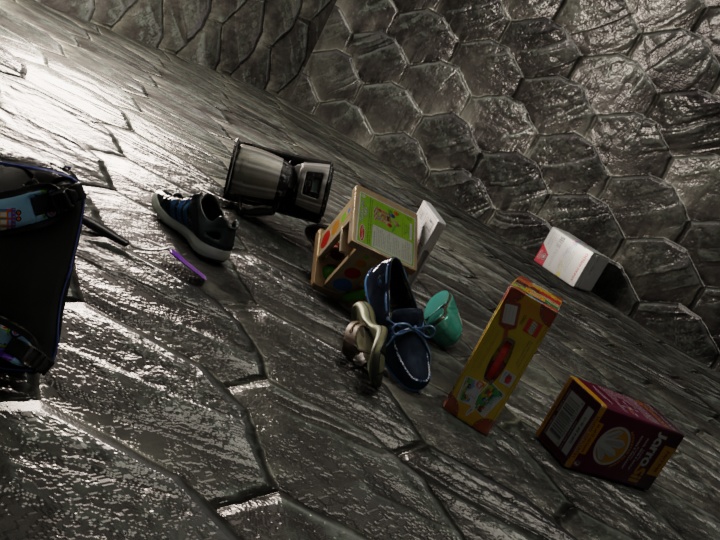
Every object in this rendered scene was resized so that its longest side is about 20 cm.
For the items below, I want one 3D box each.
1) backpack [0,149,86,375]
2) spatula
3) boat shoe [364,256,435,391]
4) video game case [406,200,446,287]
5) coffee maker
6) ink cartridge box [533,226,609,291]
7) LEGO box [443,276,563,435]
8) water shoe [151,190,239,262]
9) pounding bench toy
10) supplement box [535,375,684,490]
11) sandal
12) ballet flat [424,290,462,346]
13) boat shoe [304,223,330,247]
[{"bbox_3d":[-0.338,-0.019,0.719,0.197,0.185,0.134,10,11,-23],"label":"backpack"},{"bbox_3d":[-0.295,-0.035,1.186,0.198,0.021,0.056,23,1,-15],"label":"spatula"},{"bbox_3d":[0.055,0.072,1.268,0.083,0.069,0.202,-3,60,-40],"label":"boat shoe"},{"bbox_3d":[0.079,-0.012,1.498,0.018,0.202,0.143,25,13,-13],"label":"video game case"},{"bbox_3d":[-0.155,-0.177,1.700,0.197,0.136,0.193,14,19,-8],"label":"coffee maker"},{"bbox_3d":[0.767,-0.039,3.202,0.144,0.147,0.200,14,20,-48],"label":"ink cartridge box"},{"bbox_3d":[0.210,0.118,1.286,0.077,0.202,0.149,30,13,11],"label":"LEGO box"},{"bbox_3d":[-0.249,-0.088,1.363,0.199,0.080,0.071,38,16,36],"label":"water shoe"},{"bbox_3d":[0.000,0.000,1.449,0.123,0.156,0.202,23,46,-22],"label":"pounding bench toy"},{"bbox_3d":[0.382,0.251,1.350,0.198,0.111,0.086,21,15,-31],"label":"supplement box"},{"bbox_3d":[-0.001,0.102,1.219,0.056,0.081,0.201,2,15,-11],"label":"sandal"},{"bbox_3d":[0.153,0.094,1.598,0.071,0.067,0.200,52,11,-6],"label":"ballet flat"},{"bbox_3d":[-0.031,-0.035,1.661,0.064,0.073,0.199,5,23,-49],"label":"boat shoe"}]
